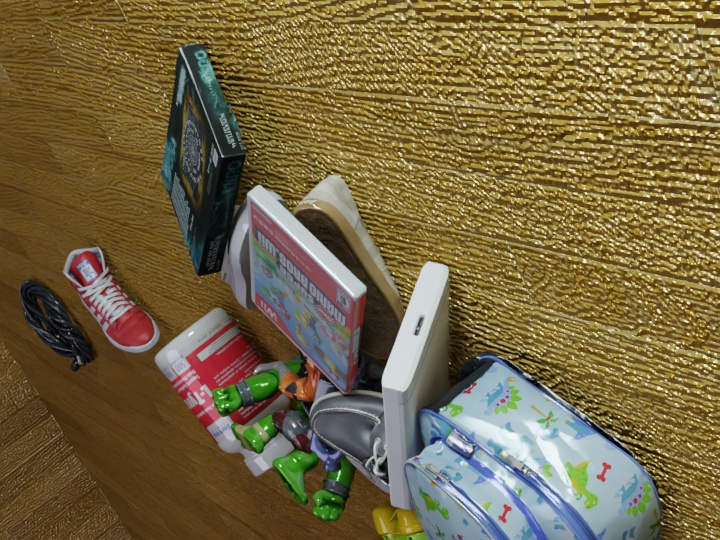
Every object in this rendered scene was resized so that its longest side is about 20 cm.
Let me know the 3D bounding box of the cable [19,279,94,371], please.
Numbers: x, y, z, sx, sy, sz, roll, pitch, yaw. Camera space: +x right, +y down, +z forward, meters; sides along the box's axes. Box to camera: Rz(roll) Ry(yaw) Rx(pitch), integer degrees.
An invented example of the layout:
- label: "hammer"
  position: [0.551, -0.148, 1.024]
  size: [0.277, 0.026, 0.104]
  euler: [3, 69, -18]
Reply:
- label: "cable"
  position: [-0.585, 0.103, 2.352]
  size: [0.201, 0.051, 0.163]
  euler: [55, 156, -3]

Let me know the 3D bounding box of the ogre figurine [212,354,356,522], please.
- label: "ogre figurine"
  position: [-0.066, 0.184, 1.426]
  size: [0.200, 0.120, 0.098]
  euler: [36, 156, 36]

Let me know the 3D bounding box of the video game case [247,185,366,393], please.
- label: "video game case"
  position: [-0.053, 0.023, 1.156]
  size: [0.143, 0.017, 0.200]
  euler: [44, 157, 19]

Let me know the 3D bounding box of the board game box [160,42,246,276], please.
- label: "board game box"
  position: [-0.157, -0.105, 1.213]
  size: [0.200, 0.028, 0.136]
  euler: [113, 140, -55]

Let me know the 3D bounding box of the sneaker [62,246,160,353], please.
- label: "sneaker"
  position: [-0.381, 0.040, 1.862]
  size: [0.200, 0.071, 0.113]
  euler: [36, 155, 38]

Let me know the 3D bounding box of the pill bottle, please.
- label: "pill bottle"
  position: [-0.161, 0.157, 1.572]
  size: [0.200, 0.112, 0.112]
  euler: [52, 157, 0]

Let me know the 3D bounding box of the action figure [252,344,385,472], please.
- label: "action figure"
  position: [-0.017, 0.094, 1.290]
  size: [0.193, 0.104, 0.201]
  euler: [34, 122, 23]

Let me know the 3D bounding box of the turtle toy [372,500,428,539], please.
- label: "turtle toy"
  position: [0.082, 0.314, 1.358]
  size: [0.200, 0.100, 0.147]
  euler: [153, 101, -69]

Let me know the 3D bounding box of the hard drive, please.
- label: "hard drive"
  position: [0.052, 0.106, 1.094]
  size: [0.026, 0.133, 0.201]
  euler: [12, 144, 13]

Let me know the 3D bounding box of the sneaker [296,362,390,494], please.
- label: "sneaker"
  position: [-0.001, 0.175, 1.360]
  size: [0.200, 0.072, 0.073]
  euler: [46, 165, 24]

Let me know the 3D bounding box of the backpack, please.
- label: "backpack"
  position: [0.141, 0.198, 1.034]
  size: [0.199, 0.147, 0.184]
  euler: [31, 151, 34]

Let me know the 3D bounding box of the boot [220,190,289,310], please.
- label: "boot"
  position: [-0.131, -0.040, 1.289]
  size: [0.096, 0.073, 0.200]
  euler: [44, 153, 17]

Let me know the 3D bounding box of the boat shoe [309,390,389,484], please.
- label: "boat shoe"
  position: [0.036, 0.174, 1.205]
  size: [0.199, 0.063, 0.073]
  euler: [18, 117, 13]

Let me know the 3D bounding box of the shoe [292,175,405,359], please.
- label: "shoe"
  position: [0.000, 0.000, 1.144]
  size: [0.069, 0.054, 0.201]
  euler: [-5, 130, 26]
